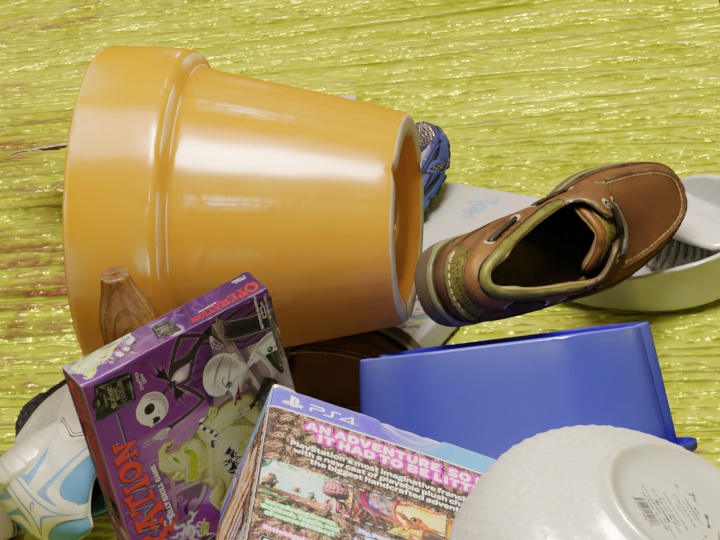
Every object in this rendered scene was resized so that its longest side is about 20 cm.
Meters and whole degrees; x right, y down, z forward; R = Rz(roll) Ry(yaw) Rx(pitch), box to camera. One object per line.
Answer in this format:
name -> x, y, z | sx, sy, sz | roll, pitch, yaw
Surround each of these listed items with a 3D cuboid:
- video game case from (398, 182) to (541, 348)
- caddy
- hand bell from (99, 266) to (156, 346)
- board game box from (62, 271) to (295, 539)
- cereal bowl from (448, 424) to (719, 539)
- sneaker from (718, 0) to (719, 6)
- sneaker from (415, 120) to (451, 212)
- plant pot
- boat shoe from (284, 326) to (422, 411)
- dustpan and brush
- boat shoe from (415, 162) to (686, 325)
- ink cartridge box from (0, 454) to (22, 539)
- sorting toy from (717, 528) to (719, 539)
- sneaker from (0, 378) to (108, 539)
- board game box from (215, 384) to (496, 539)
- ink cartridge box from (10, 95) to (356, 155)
video game case -> 0.000, 0.000, 1.870 | 0.182, 0.024, 0.200 | 11, 40, 34
caddy -> 0.089, 0.090, 1.613 | 0.200, 0.105, 0.141 | -7, -1, 11
hand bell -> -0.116, 0.085, 1.622 | 0.104, 0.200, 0.104 | -9, 33, 6
board game box -> -0.084, 0.111, 1.570 | 0.120, 0.200, 0.032 | -26, 35, -17
cereal bowl -> 0.149, 0.149, 1.443 | 0.200, 0.083, 0.200 | 20, 34, -14
sneaker -> 0.307, -0.225, 2.069 | 0.079, 0.075, 0.200 | -3, 25, 41
sneaker -> -0.030, -0.053, 1.868 | 0.200, 0.079, 0.075 | -25, 35, -16
plant pot -> -0.061, -0.033, 1.680 | 0.183, 0.200, 0.200 | 0, 35, 10
boat shoe -> -0.048, 0.067, 1.754 | 0.200, 0.072, 0.068 | 2, 38, 40
dustpan and brush -> 0.222, -0.016, 1.775 | 0.200, 0.057, 0.140 | 21, 46, 42
boat shoe -> 0.129, -0.014, 1.687 | 0.200, 0.072, 0.068 | -27, 8, -33
ink cartridge box -> -0.316, 0.117, 1.758 | 0.146, 0.085, 0.200 | -26, 33, -18
sorting toy -> 0.132, 0.245, 1.314 | 0.200, 0.180, 0.107 | -24, 13, -14
sneaker -> -0.170, 0.107, 1.715 | 0.072, 0.073, 0.200 | -31, 12, 19
board game box -> 0.003, 0.176, 1.472 | 0.159, 0.097, 0.200 | 19, 34, -7
ink cartridge box -> -0.120, -0.082, 1.984 | 0.200, 0.050, 0.161 | -9, 2, 45
